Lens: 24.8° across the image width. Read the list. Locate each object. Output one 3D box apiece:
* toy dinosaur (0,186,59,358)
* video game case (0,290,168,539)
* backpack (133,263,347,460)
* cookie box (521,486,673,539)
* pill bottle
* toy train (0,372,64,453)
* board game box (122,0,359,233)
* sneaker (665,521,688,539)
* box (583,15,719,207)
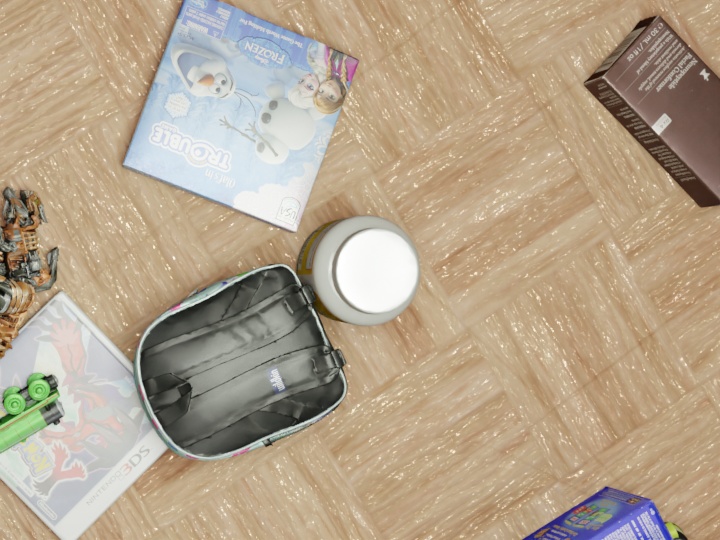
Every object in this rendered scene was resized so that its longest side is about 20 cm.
[{"bbox_3d":[-0.379,0.013,1.681,0.135,0.102,0.202,12,63,-25],"label":"toy dinosaur"},{"bbox_3d":[-0.311,0.156,1.724,0.182,0.023,0.200,-45,96,-7],"label":"video game case"},{"bbox_3d":[-0.135,0.101,1.689,0.199,0.150,0.179,-26,91,-16],"label":"backpack"},{"bbox_3d":[0.219,0.317,1.741,0.199,0.171,0.076,-30,91,-8],"label":"cookie box"},{"bbox_3d":[0.000,0.000,1.688,0.112,0.200,0.114,0,90,-10],"label":"pill bottle"},{"bbox_3d":[-0.392,0.173,1.680,0.199,0.042,0.057,-30,105,-8],"label":"toy train"},{"bbox_3d":[-0.127,-0.168,1.746,0.198,0.043,0.201,20,88,-9],"label":"board game box"},{"bbox_3d":[0.359,0.375,1.808,0.071,0.083,0.202,-22,93,-9],"label":"sneaker"},{"bbox_3d":[0.355,-0.174,1.816,0.200,0.075,0.100,44,83,-9],"label":"box"}]
